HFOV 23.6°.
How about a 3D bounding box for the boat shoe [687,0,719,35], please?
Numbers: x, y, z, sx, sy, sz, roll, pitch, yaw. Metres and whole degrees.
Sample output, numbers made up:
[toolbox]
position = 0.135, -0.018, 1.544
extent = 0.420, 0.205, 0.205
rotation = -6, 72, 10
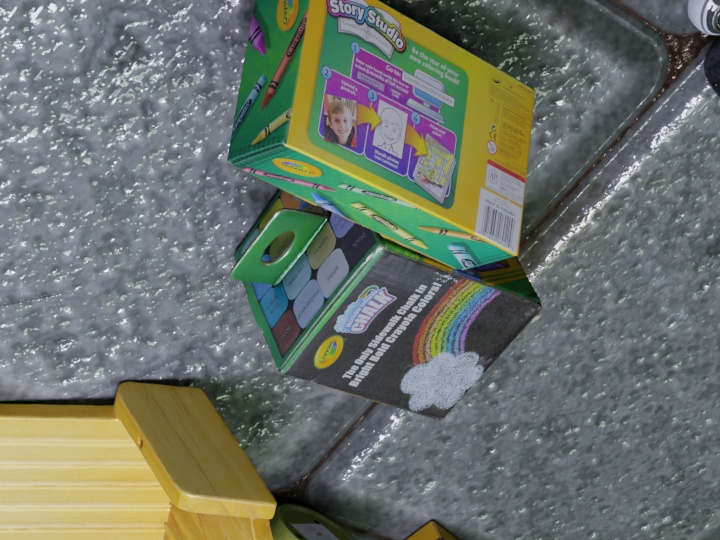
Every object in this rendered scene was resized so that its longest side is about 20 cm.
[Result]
[boat shoe]
position = 0.325, -0.208, 1.193
extent = 0.199, 0.057, 0.069
rotation = -23, 137, -5

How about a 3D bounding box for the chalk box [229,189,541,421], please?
[chalk box]
position = 0.000, 0.000, 1.186
extent = 0.199, 0.124, 0.125
rotation = 21, 120, -37

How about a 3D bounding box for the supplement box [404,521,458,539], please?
[supplement box]
position = 0.054, 0.372, 1.503
extent = 0.197, 0.201, 0.133
rotation = -38, 135, 11

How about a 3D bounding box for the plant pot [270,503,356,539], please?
[plant pot]
position = -0.078, 0.299, 1.407
extent = 0.186, 0.187, 0.201
rotation = 24, 103, -40

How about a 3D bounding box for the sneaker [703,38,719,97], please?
[sneaker]
position = 0.320, -0.132, 1.266
extent = 0.083, 0.072, 0.200
rotation = -48, 140, 4

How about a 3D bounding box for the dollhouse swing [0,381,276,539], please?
[dollhouse swing]
position = -0.188, 0.206, 1.258
extent = 0.175, 0.182, 0.201
rotation = -7, 130, -33

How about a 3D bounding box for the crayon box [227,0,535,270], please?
[crayon box]
position = 0.019, -0.091, 1.074
extent = 0.199, 0.120, 0.058
rotation = 24, 155, -36
